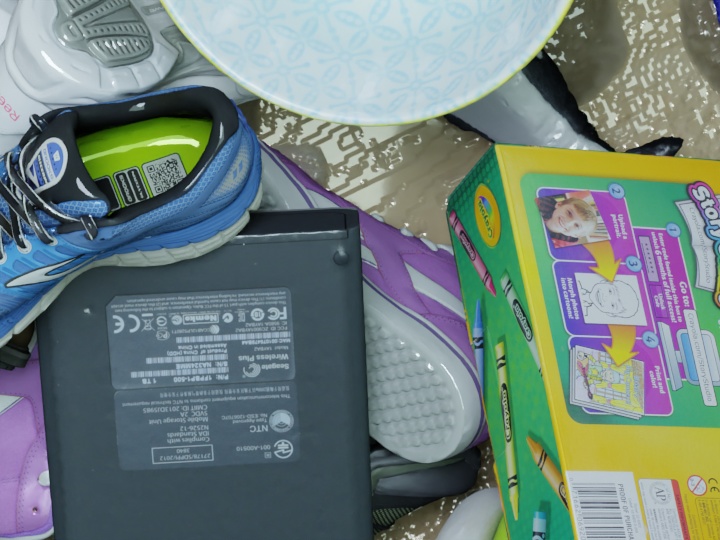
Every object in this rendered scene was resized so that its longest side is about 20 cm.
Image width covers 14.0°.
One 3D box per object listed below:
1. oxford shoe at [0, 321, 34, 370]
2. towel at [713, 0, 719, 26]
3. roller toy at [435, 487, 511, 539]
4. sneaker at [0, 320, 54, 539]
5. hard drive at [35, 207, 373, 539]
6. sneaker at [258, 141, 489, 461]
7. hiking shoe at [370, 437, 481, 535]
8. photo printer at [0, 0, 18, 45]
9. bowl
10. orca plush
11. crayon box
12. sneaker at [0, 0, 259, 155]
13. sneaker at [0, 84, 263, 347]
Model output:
[{"bbox_3d":[-0.204,-0.038,1.238,0.200,0.073,0.084,43,86,-11],"label":"oxford shoe"},{"bbox_3d":[0.266,-0.126,1.384,0.199,0.050,0.148,-16,105,-7],"label":"towel"},{"bbox_3d":[0.085,0.201,1.306,0.139,0.200,0.183,19,77,11],"label":"roller toy"},{"bbox_3d":[-0.121,0.053,1.308,0.200,0.073,0.115,-29,89,22],"label":"sneaker"},{"bbox_3d":[-0.065,0.075,1.265,0.139,0.033,0.201,-3,110,-1],"label":"hard drive"},{"bbox_3d":[0.000,0.001,1.342,0.201,0.114,0.073,46,126,14],"label":"sneaker"},{"bbox_3d":[-0.035,0.128,1.357,0.199,0.076,0.101,-17,110,0],"label":"hiking shoe"},{"bbox_3d":[-0.234,-0.080,1.301,0.200,0.069,0.167,35,90,-10],"label":"photo printer"},{"bbox_3d":[0.011,-0.171,1.227,0.199,0.108,0.201,5,110,14],"label":"bowl"},{"bbox_3d":[0.064,-0.112,1.343,0.199,0.105,0.071,30,59,-7],"label":"orca plush"},{"bbox_3d":[0.115,0.047,1.249,0.118,0.058,0.201,3,60,-24],"label":"crayon box"},{"bbox_3d":[-0.099,-0.090,1.275,0.099,0.200,0.078,-40,73,35],"label":"sneaker"},{"bbox_3d":[-0.134,-0.026,1.171,0.199,0.089,0.079,-26,70,-11],"label":"sneaker"}]
